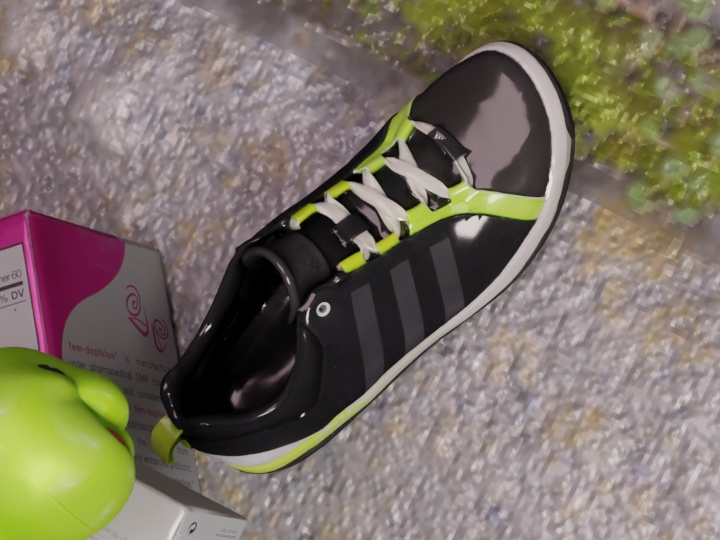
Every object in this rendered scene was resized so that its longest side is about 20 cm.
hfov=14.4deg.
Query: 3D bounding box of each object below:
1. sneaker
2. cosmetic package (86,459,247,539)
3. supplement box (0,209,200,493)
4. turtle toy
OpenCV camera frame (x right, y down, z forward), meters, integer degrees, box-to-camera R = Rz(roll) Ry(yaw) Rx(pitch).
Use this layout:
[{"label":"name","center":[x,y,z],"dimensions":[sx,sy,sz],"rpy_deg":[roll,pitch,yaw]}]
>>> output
[{"label":"sneaker","center":[0.000,0.000,1.036],"dimensions":[0.072,0.083,0.200],"rpy_deg":[43,100,25]},{"label":"cosmetic package","center":[-0.157,0.112,0.997],"dimensions":[0.200,0.052,0.151],"rpy_deg":[25,91,27]},{"label":"supplement box","center":[-0.124,0.090,1.071],"dimensions":[0.103,0.101,0.200],"rpy_deg":[-15,75,23]},{"label":"turtle toy","center":[-0.163,0.081,0.913],"dimensions":[0.200,0.146,0.101],"rpy_deg":[-10,56,23]}]
